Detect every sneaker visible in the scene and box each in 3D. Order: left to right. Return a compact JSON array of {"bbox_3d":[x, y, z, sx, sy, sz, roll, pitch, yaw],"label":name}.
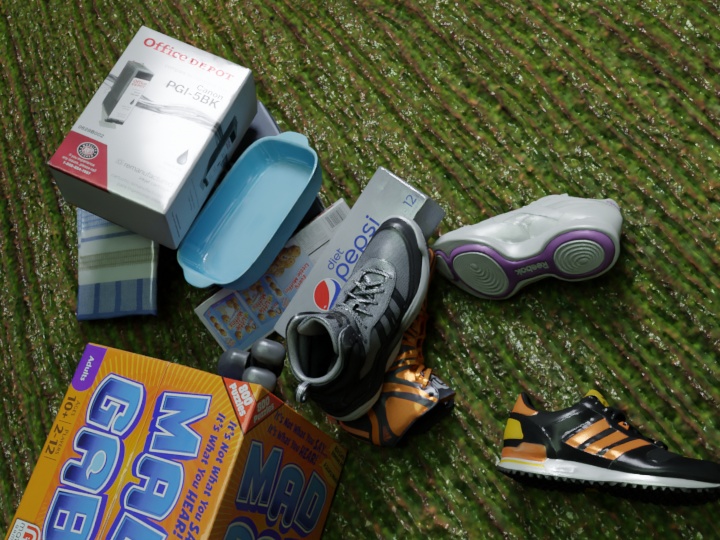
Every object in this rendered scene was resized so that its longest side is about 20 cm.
[{"bbox_3d":[-0.003,0.037,0.916,0.075,0.114,0.202,19,86,27],"label":"sneaker"},{"bbox_3d":[0.054,0.080,0.987,0.111,0.077,0.202,23,88,27],"label":"sneaker"},{"bbox_3d":[0.166,-0.027,0.999,0.198,0.075,0.100,-6,32,30],"label":"sneaker"},{"bbox_3d":[0.218,0.148,0.874,0.198,0.070,0.091,1,68,27],"label":"sneaker"}]

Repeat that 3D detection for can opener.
[{"bbox_3d":[-0.112,0.101,0.977,0.066,0.200,0.054,18,75,-2],"label":"can opener"}]

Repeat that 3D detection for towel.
[{"bbox_3d":[-0.280,-0.044,1.172,0.146,0.024,0.203,-7,80,38],"label":"towel"}]

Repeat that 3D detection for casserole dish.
[{"bbox_3d":[-0.113,-0.058,1.074,0.120,0.039,0.201,21,72,41],"label":"casserole dish"}]

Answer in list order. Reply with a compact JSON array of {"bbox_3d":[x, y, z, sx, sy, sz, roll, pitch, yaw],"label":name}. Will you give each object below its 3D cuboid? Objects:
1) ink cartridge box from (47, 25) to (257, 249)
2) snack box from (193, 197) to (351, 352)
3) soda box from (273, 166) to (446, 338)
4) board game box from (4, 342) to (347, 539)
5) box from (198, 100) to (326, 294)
[{"bbox_3d":[-0.220,-0.147,1.093,0.145,0.083,0.202,22,66,9],"label":"ink cartridge box"},{"bbox_3d":[-0.079,0.010,1.080,0.199,0.072,0.024,-36,12,4],"label":"snack box"},{"bbox_3d":[0.000,0.000,1.025,0.068,0.063,0.201,35,94,27],"label":"soda box"},{"bbox_3d":[-0.162,0.212,0.933,0.198,0.200,0.202,10,70,28],"label":"board game box"},{"bbox_3d":[-0.134,-0.080,1.160,0.157,0.051,0.201,-33,56,5],"label":"box"}]
